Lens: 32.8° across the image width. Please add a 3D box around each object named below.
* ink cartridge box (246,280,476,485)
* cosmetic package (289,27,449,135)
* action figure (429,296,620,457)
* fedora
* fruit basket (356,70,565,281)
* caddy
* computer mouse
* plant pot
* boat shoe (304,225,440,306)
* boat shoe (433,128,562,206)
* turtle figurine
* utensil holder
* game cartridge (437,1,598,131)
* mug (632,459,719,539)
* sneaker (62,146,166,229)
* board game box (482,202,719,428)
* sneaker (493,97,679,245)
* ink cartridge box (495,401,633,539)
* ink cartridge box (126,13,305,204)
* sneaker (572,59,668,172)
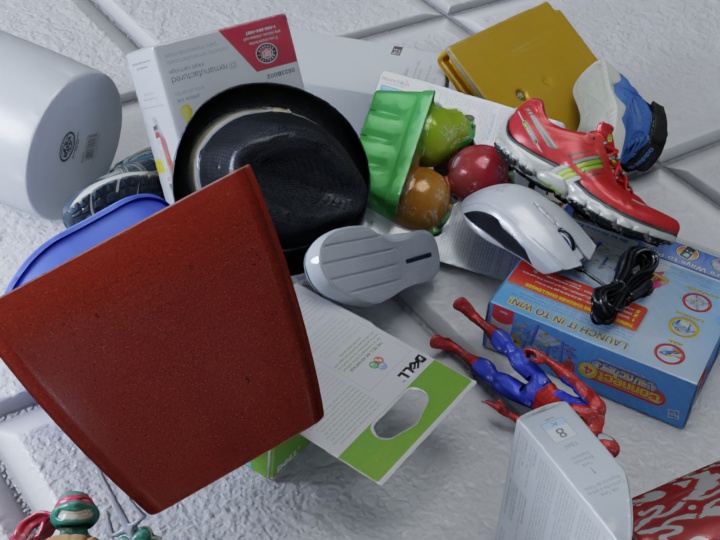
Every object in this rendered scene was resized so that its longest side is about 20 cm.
[{"bbox_3d":[-0.030,0.109,1.012,0.200,0.076,0.148,28,44,23],"label":"ink cartridge box"},{"bbox_3d":[-0.005,-0.201,1.388,0.199,0.081,0.113,11,41,6],"label":"cosmetic package"},{"bbox_3d":[0.144,0.099,1.052,0.200,0.066,0.052,37,6,33],"label":"action figure"},{"bbox_3d":[-0.067,-0.080,1.114,0.200,0.201,0.092,-15,12,-23],"label":"fedora"},{"bbox_3d":[0.089,-0.095,1.242,0.199,0.094,0.186,18,73,-2],"label":"fruit basket"},{"bbox_3d":[-0.217,0.019,1.049,0.105,0.142,0.200,35,47,24],"label":"caddy"},{"bbox_3d":[0.177,-0.031,1.132,0.200,0.044,0.110,34,48,26],"label":"computer mouse"},{"bbox_3d":[-0.131,0.055,0.868,0.199,0.177,0.200,-29,5,-7],"label":"plant pot"},{"bbox_3d":[0.000,0.000,1.122,0.071,0.072,0.200,-13,-6,32],"label":"boat shoe"},{"bbox_3d":[0.167,-0.097,1.290,0.200,0.070,0.070,21,37,16],"label":"boat shoe"},{"bbox_3d":[-0.202,0.215,0.843,0.149,0.101,0.200,-12,56,4],"label":"turtle figurine"},{"bbox_3d":[-0.366,-0.156,1.226,0.200,0.170,0.170,22,42,17],"label":"utensil holder"},{"bbox_3d":[0.205,-0.208,1.396,0.200,0.032,0.176,-30,82,-39],"label":"game cartridge"},{"bbox_3d":[0.287,0.210,0.883,0.199,0.134,0.178,-15,41,-18],"label":"mug"},{"bbox_3d":[-0.222,-0.081,1.238,0.086,0.078,0.200,19,34,40],"label":"sneaker"},{"bbox_3d":[0.245,0.032,1.150,0.200,0.056,0.196,23,42,20],"label":"board game box"},{"bbox_3d":[0.223,-0.097,1.160,0.200,0.085,0.077,35,3,11],"label":"sneaker"},{"bbox_3d":[0.167,0.213,0.837,0.047,0.160,0.200,-17,44,-23],"label":"ink cartridge box"},{"bbox_3d":[-0.123,-0.132,1.186,0.145,0.201,0.083,-20,13,-26],"label":"ink cartridge box"},{"bbox_3d":[0.286,-0.138,1.323,0.111,0.077,0.200,35,34,-19],"label":"sneaker"}]
